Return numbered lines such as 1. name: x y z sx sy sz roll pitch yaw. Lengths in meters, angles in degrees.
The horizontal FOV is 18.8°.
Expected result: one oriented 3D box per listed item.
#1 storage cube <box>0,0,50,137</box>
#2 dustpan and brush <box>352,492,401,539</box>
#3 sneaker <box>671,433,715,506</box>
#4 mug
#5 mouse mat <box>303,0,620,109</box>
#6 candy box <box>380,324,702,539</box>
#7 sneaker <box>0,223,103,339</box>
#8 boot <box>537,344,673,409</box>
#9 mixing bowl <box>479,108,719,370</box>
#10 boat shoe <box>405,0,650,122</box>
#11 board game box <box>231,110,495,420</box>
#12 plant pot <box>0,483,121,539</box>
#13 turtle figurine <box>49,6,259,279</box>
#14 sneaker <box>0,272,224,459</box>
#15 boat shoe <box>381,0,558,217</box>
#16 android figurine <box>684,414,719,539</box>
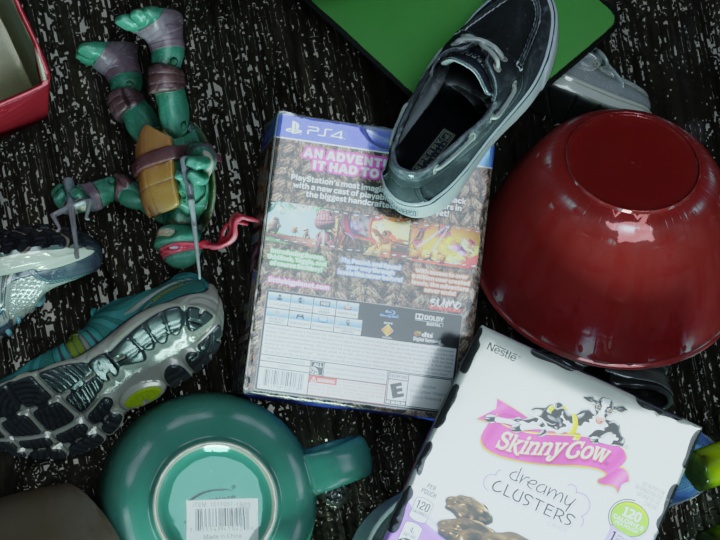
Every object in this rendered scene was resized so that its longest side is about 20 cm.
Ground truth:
1. storage cube: -0.321 -0.160 1.474 0.170 0.180 0.201 -26 90 -10
2. dustpan and brush: 0.016 0.209 1.531 0.199 0.057 0.141 9 85 -29
3. sneaker: 0.172 0.136 1.580 0.199 0.089 0.079 6 86 -11
4. mug: -0.096 0.150 1.523 0.152 0.114 0.185 42 82 -4
5. mouse mat: 0.068 -0.195 1.573 0.161 0.008 0.200 -39 69 -16
6. candy box: 0.113 0.163 1.464 0.167 0.072 0.201 24 82 4
7. sneaker: -0.274 0.028 1.534 0.199 0.078 0.087 -18 107 -7
8. boot: 0.220 0.051 1.573 0.199 0.070 0.132 5 46 0
9. mixing bowl: 0.184 -0.042 1.535 0.199 0.109 0.201 3 48 -4
10. boat shoe: 0.127 -0.163 1.601 0.201 0.074 0.065 25 79 3
11. board game box: 0.000 0.000 1.556 0.158 0.097 0.201 8 85 -9
12. plant pot: -0.246 0.234 1.469 0.173 0.200 0.201 -28 91 -25
13. turtle figurine: -0.147 -0.074 1.523 0.149 0.100 0.201 -20 73 31
14. sneaker: -0.184 0.068 1.539 0.199 0.080 0.078 -27 120 7
15. boat shoe: 0.076 -0.130 1.498 0.072 0.068 0.200 30 68 16
16. android figurine: 0.330 0.149 1.608 0.199 0.041 0.183 -18 103 -25
